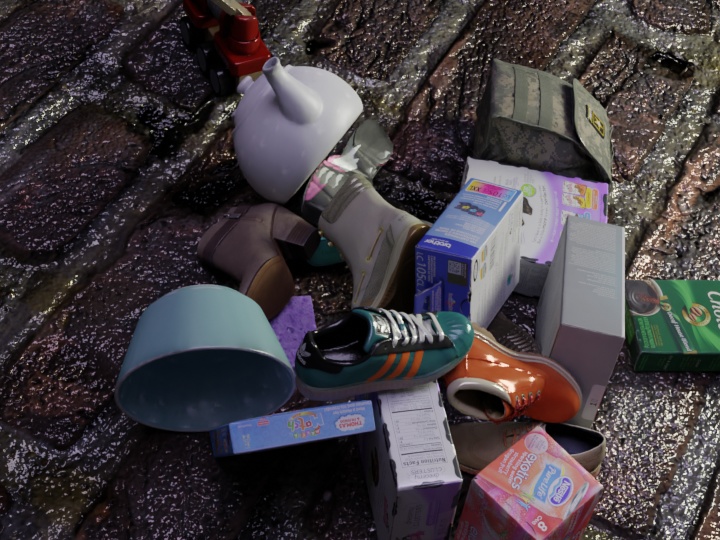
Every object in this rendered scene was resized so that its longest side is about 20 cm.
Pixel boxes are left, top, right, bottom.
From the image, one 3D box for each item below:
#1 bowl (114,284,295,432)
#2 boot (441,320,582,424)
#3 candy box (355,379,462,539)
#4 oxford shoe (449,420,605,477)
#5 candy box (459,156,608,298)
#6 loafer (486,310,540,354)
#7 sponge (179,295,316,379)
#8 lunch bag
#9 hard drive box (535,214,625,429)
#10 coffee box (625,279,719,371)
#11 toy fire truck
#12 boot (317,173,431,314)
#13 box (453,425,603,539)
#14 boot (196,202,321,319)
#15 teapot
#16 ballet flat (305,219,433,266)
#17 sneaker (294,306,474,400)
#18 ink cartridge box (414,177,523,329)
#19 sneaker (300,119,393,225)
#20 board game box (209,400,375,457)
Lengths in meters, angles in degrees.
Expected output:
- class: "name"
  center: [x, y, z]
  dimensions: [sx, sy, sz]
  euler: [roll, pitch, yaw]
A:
- class: "bowl"
  center: [-0.174, 0.090, 1.396]
  dimensions: [0.198, 0.202, 0.106]
  euler: [-2, 57, -9]
- class: "boot"
  center: [0.166, 0.137, 1.375]
  dimensions: [0.198, 0.075, 0.108]
  euler: [24, 30, -22]
- class: "candy box"
  center: [0.046, 0.190, 1.359]
  dimensions: [0.070, 0.169, 0.202]
  euler: [-5, 51, -10]
- class: "oxford shoe"
  center: [0.185, 0.195, 1.445]
  dimensions: [0.197, 0.074, 0.072]
  euler: [3, 52, -4]
- class: "candy box"
  center: [0.222, -0.052, 1.661]
  dimensions: [0.197, 0.072, 0.169]
  euler: [12, 50, 2]
- class: "loafer"
  center: [0.146, 0.080, 1.546]
  dimensions: [0.075, 0.069, 0.200]
  euler: [-16, 38, -22]
- class: "sponge"
  center: [-0.150, 0.087, 1.522]
  dimensions: [0.197, 0.030, 0.113]
  euler: [-4, 50, -10]
- class: "lunch bag"
  center: [0.264, -0.193, 1.752]
  dimensions: [0.197, 0.119, 0.165]
  euler: [15, 40, -4]
- class: "hard drive box"
  center: [0.259, 0.060, 1.499]
  dimensions: [0.076, 0.157, 0.201]
  euler: [12, 42, 2]
- class: "coffee box"
  center: [0.436, 0.069, 1.605]
  dimensions: [0.197, 0.044, 0.124]
  euler: [2, 50, -6]
- class: "toy fire truck"
  center: [-0.202, -0.373, 1.789]
  dimensions: [0.127, 0.201, 0.177]
  euler: [-18, 54, -22]
- class: "boot"
  center: [0.000, 0.000, 1.535]
  dimensions: [0.071, 0.202, 0.154]
  euler: [3, 28, -44]
- class: "box"
  center: [0.164, 0.270, 1.296]
  dimensions: [0.102, 0.201, 0.095]
  euler: [-31, 59, -30]
- class: "boot"
  center: [-0.146, -0.011, 1.568]
  dimensions: [0.145, 0.071, 0.200]
  euler: [11, 43, 31]
- class: "teapot"
  center: [-0.102, -0.194, 1.633]
  dimensions: [0.146, 0.200, 0.198]
  euler: [40, 28, -5]
- class: "ballet flat"
  center: [0.019, -0.046, 1.628]
  dimensions: [0.197, 0.069, 0.069]
  euler: [0, 28, -2]
- class: "sneaker"
  center: [0.029, 0.074, 1.280]
  dimensions: [0.197, 0.080, 0.072]
  euler: [-15, 53, -17]
- class: "ink cartridge box"
  center: [0.123, 0.001, 1.477]
  dimensions: [0.075, 0.138, 0.200]
  euler: [13, 36, 21]
- class: "sneaker"
  center: [-0.025, -0.114, 1.673]
  dimensions: [0.080, 0.086, 0.200]
  euler: [45, 44, -3]
- class: "board game box"
  center: [-0.079, 0.172, 1.356]
  dimensions: [0.149, 0.200, 0.037]
  euler: [-8, 82, -13]
